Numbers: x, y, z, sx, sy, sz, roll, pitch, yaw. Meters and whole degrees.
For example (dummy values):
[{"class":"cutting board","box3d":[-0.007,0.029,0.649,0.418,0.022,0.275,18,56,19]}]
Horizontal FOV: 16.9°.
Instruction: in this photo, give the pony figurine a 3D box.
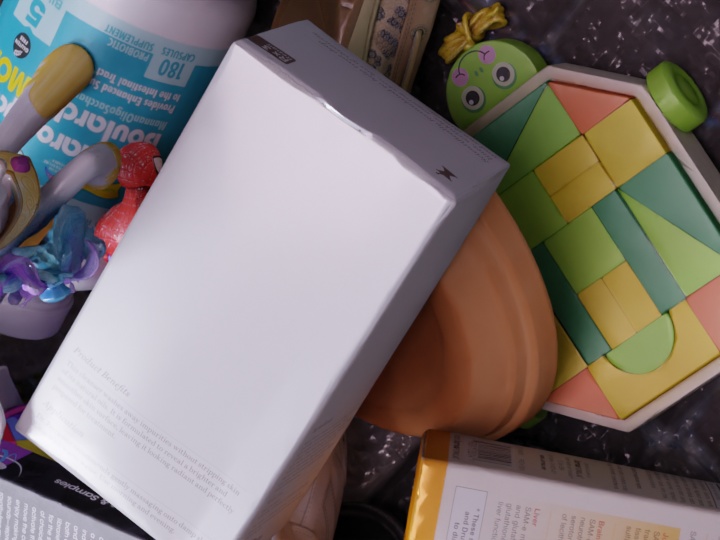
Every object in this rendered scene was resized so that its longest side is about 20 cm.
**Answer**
[{"class":"pony figurine","box3d":[-0.185,-0.001,1.022,0.167,0.200,0.193,45,109,-5]}]

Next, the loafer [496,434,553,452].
[{"class":"loafer","box3d":[0.073,0.177,1.123,0.070,0.068,0.202,6,91,-16]}]

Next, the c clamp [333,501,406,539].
[{"class":"c clamp","box3d":[-0.047,0.205,1.155,0.199,0.027,0.172,-27,57,21]}]

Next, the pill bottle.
[{"class":"pill bottle","box3d":[-0.136,-0.068,1.157,0.111,0.111,0.201,34,111,18]}]

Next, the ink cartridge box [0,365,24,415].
[{"class":"ink cartridge box","box3d":[-0.262,0.024,1.207,0.200,0.145,0.085,43,77,14]}]

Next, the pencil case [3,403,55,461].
[{"class":"pencil case","box3d":[-0.180,0.158,1.212,0.088,0.088,0.200,40,124,16]}]

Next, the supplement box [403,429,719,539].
[{"class":"supplement box","box3d":[0.112,0.151,1.045,0.199,0.074,0.127,11,96,2]}]

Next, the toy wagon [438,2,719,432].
[{"class":"toy wagon","box3d":[0.092,-0.029,1.090,0.155,0.040,0.201,-36,82,26]}]

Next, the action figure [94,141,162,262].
[{"class":"action figure","box3d":[-0.080,0.028,1.138,0.065,0.052,0.201,19,137,44]}]

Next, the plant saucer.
[{"class":"plant saucer","box3d":[0.000,0.000,1.081,0.200,0.037,0.201,34,147,26]}]

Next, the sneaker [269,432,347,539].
[{"class":"sneaker","box3d":[-0.048,0.063,1.102,0.075,0.100,0.201,8,108,23]}]

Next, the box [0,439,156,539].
[{"class":"box","box3d":[-0.107,0.171,1.093,0.199,0.036,0.144,21,117,27]}]

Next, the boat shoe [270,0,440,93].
[{"class":"boat shoe","box3d":[0.010,-0.145,1.108,0.073,0.062,0.201,37,112,45]}]

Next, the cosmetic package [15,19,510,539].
[{"class":"cosmetic package","box3d":[-0.041,0.011,0.991,0.113,0.081,0.200,38,110,10]}]
